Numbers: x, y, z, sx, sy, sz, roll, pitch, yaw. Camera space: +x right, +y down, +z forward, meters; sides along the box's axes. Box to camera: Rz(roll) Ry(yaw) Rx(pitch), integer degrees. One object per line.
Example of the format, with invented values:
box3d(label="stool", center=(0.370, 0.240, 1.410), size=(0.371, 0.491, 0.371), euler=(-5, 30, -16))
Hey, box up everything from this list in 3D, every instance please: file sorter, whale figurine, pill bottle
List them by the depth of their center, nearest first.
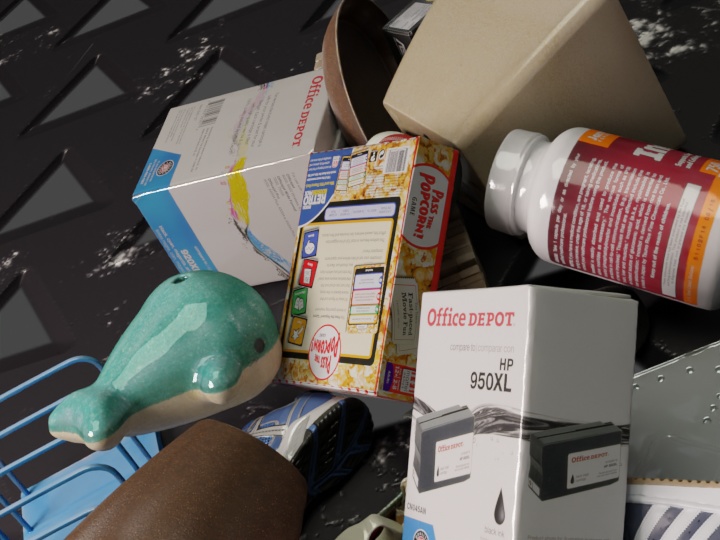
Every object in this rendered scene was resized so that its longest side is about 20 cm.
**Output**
box3d(label="pill bottle", center=(0.205, -0.049, 0.939), size=(0.198, 0.114, 0.113), euler=(18, 54, 25))
box3d(label="whale figurine", center=(-0.157, 0.068, 0.940), size=(0.199, 0.105, 0.158), euler=(-28, 23, -38))
box3d(label="file sorter", center=(-0.240, 0.190, 0.969), size=(0.138, 0.123, 0.201), euler=(-28, 37, 0))

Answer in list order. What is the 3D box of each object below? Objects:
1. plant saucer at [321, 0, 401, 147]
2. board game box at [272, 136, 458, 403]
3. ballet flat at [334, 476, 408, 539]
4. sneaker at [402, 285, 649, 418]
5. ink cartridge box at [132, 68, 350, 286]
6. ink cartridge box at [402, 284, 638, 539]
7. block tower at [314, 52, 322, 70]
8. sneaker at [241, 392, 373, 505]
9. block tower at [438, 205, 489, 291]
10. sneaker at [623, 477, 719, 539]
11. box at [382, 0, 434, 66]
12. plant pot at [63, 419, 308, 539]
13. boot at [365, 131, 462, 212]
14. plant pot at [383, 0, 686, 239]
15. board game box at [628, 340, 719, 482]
box3d(label="plant saucer", center=(0.015, -0.173, 1.174), size=(0.034, 0.201, 0.201), euler=(-16, 38, 25))
box3d(label="board game box", center=(0.000, 0.000, 0.958), size=(0.151, 0.046, 0.202), euler=(0, 78, 54))
box3d(label="ballet flat", center=(0.029, 0.189, 0.841), size=(0.199, 0.071, 0.069), euler=(-39, 44, -14))
box3d(label="sneaker", center=(0.132, 0.075, 0.910), size=(0.199, 0.060, 0.104), euler=(-29, 2, -40))
box3d(label="ink cartridge box", center=(-0.093, -0.087, 1.183), size=(0.198, 0.145, 0.148), euler=(-11, 40, 22))
box3d(label="ink cartridge box", center=(0.097, 0.113, 0.753), size=(0.144, 0.083, 0.202), euler=(173, 103, -65))
box3d(label="block tower", center=(0.049, -0.241, 1.339), size=(0.198, 0.058, 0.054), euler=(-17, 37, 18))
box3d(label="sneaker", center=(-0.079, 0.169, 0.942), size=(0.199, 0.076, 0.077), euler=(-35, 29, -27))
box3d(label="block tower", center=(0.084, 0.016, 1.025), size=(0.057, 0.054, 0.201), euler=(-22, 37, 9))
box3d(label="sneaker", center=(0.200, 0.183, 0.698), size=(0.199, 0.070, 0.110), euler=(-11, 62, 50))
box3d(label="box", center=(0.128, -0.236, 1.207), size=(0.200, 0.161, 0.044), euler=(-43, 38, -21))
box3d(label="plant pot", center=(-0.123, 0.210, 0.798), size=(0.186, 0.187, 0.201), euler=(8, 56, 38))
box3d(label="boot", center=(0.014, -0.023, 1.033), size=(0.201, 0.072, 0.144), euler=(-63, 25, 2))
box3d(label="plant pot", center=(0.142, -0.152, 1.085), size=(0.177, 0.200, 0.200), euler=(-44, 38, -6))
box3d(label="board game box", center=(0.220, 0.147, 0.808), size=(0.198, 0.026, 0.201), euler=(-23, 37, 7))
